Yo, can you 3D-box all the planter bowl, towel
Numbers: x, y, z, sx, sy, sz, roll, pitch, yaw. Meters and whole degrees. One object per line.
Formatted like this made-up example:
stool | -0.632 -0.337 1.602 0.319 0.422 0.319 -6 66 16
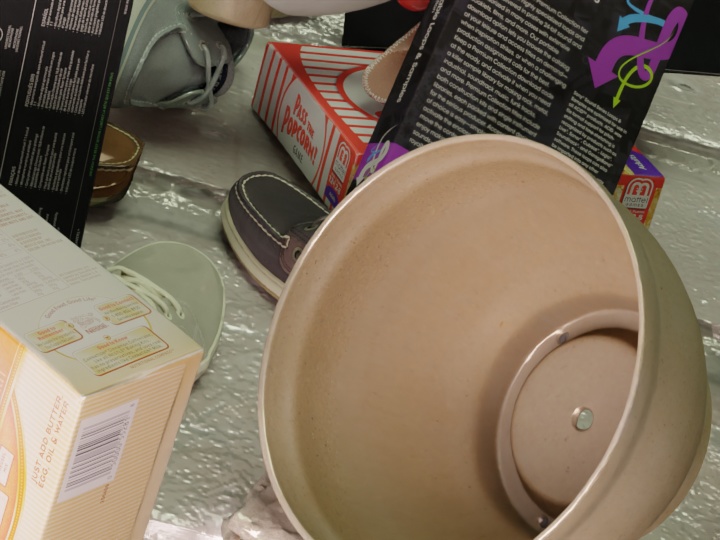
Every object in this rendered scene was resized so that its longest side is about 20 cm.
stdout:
planter bowl | 0.073 0.056 1.077 0.135 0.200 0.200 26 19 -48
towel | 0.043 0.140 1.118 0.200 0.034 0.133 30 35 14

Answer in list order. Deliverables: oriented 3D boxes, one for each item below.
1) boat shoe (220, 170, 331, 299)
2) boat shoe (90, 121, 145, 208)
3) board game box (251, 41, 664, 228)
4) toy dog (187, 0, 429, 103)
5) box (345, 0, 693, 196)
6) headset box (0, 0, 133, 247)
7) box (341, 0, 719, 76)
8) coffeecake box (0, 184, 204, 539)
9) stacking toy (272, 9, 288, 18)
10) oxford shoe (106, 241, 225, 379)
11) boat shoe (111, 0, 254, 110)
boat shoe | 0.000 0.000 1.274 0.072 0.065 0.200 -9 41 -37
boat shoe | -0.212 -0.093 1.291 0.200 0.074 0.076 18 32 -3
board game box | 0.055 -0.076 1.423 0.200 0.046 0.152 2 28 -26
toy dog | 0.004 -0.161 1.348 0.200 0.132 0.096 -4 25 -6
box | 0.091 -0.098 1.332 0.143 0.200 0.036 29 -10 -28
headset box | -0.225 -0.096 1.184 0.200 0.174 0.093 9 14 -16
box | 0.109 -0.166 1.518 0.200 0.079 0.141 2 2 -28
coffeecake box | -0.176 0.047 1.025 0.200 0.154 0.073 37 35 26
stacking toy | -0.093 -0.246 1.589 0.085 0.085 0.200 -4 35 -33
oxford shoe | -0.114 0.029 1.179 0.075 0.058 0.200 22 30 11
boat shoe | -0.103 -0.127 1.388 0.072 0.070 0.201 25 19 3
